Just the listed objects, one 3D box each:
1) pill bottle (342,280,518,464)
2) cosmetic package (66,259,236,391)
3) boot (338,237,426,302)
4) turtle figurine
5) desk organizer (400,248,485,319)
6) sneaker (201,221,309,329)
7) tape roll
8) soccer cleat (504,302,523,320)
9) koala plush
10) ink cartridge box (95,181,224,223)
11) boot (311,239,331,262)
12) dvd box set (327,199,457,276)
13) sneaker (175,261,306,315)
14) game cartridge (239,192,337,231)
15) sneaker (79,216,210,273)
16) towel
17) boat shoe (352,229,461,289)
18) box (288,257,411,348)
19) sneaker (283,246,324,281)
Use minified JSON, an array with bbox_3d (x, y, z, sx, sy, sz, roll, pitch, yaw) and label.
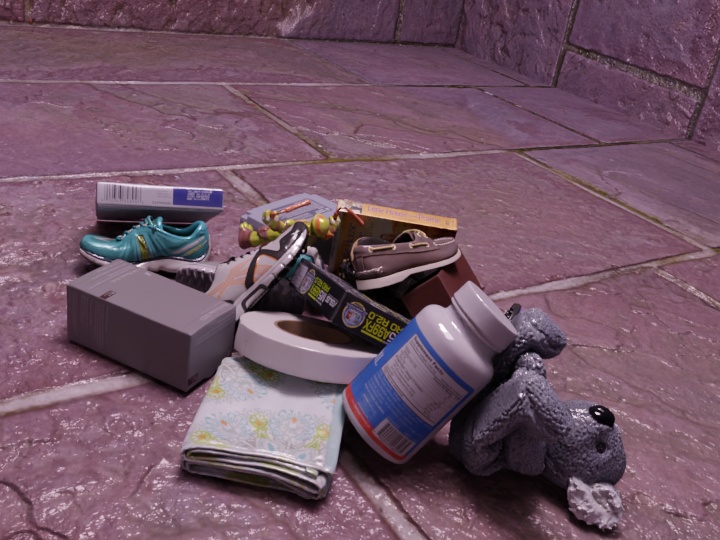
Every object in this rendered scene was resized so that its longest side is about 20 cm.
[{"bbox_3d":[0.081,0.112,0.863,0.112,0.200,0.112,43,10,-10],"label":"pill bottle"},{"bbox_3d":[-0.268,0.067,0.977,0.196,0.092,0.107,16,24,18],"label":"cosmetic package"},{"bbox_3d":[0.000,0.000,1.162,0.136,0.079,0.199,12,-15,34],"label":"boot"},{"bbox_3d":[-0.095,-0.055,1.143,0.159,0.066,0.198,-12,-6,36],"label":"turtle figurine"},{"bbox_3d":[0.126,0.034,1.137,0.078,0.071,0.200,59,20,-2],"label":"desk organizer"},{"bbox_3d":[-0.150,0.000,1.034,0.080,0.200,0.074,44,-8,4],"label":"sneaker"},{"bbox_3d":[-0.064,0.096,0.980,0.198,0.038,0.203,14,6,-2],"label":"tape roll"},{"bbox_3d":[0.230,0.114,1.116,0.073,0.069,0.200,36,23,-1],"label":"soccer cleat"},{"bbox_3d":[0.222,0.188,0.879,0.197,0.185,0.179,30,34,-8],"label":"koala plush"},{"bbox_3d":[-0.335,-0.109,1.251,0.191,0.045,0.199,1,-1,-20],"label":"ink cartridge box"},{"bbox_3d":[0.001,-0.063,1.381,0.195,0.071,0.175,14,21,-5],"label":"boot"},{"bbox_3d":[0.049,-0.040,1.248,0.195,0.148,0.030,10,47,-3],"label":"dvd box set"},{"bbox_3d":[-0.170,0.018,1.124,0.195,0.076,0.082,17,23,8],"label":"sneaker"},{"bbox_3d":[-0.112,-0.093,1.418,0.132,0.042,0.198,30,31,26],"label":"game cartridge"},{"bbox_3d":[-0.330,-0.046,1.169,0.195,0.081,0.078,-1,27,-22],"label":"sneaker"},{"bbox_3d":[-0.102,0.171,0.876,0.167,0.049,0.201,12,26,1],"label":"towel"},{"bbox_3d":[0.068,-0.025,1.070,0.197,0.061,0.071,-18,7,-39],"label":"boat shoe"},{"bbox_3d":[0.002,0.056,1.022,0.158,0.045,0.200,30,1,-25],"label":"box"},{"bbox_3d":[-0.104,0.003,1.210,0.078,0.079,0.200,-22,31,-19],"label":"sneaker"}]
